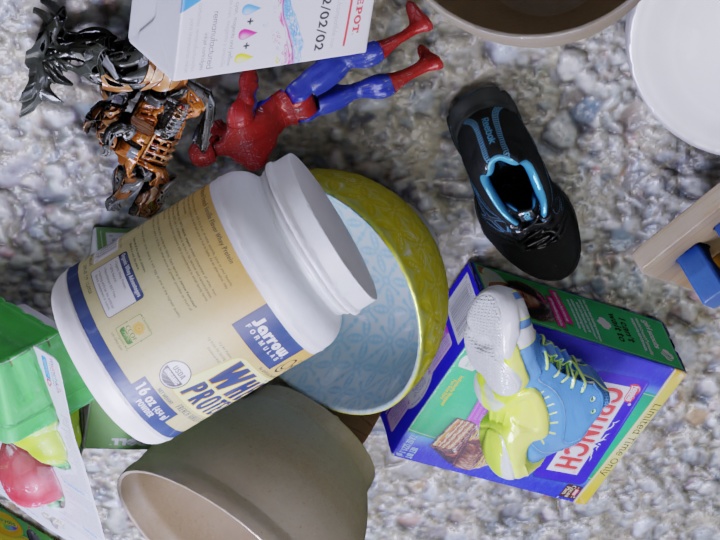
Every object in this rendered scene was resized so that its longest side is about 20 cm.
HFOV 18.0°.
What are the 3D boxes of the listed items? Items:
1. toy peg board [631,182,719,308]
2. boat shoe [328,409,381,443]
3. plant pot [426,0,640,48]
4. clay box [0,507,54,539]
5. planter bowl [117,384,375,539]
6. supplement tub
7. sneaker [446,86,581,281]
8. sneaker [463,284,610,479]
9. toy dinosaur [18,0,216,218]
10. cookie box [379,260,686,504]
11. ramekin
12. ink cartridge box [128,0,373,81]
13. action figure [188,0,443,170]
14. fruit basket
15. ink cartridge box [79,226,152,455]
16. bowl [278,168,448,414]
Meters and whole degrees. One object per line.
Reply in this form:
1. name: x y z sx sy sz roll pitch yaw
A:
1. toy peg board: 0.355 -0.019 1.793 0.200 0.098 0.199 -41 151 22
2. boat shoe: -0.056 0.144 1.914 0.200 0.065 0.071 -49 137 4
3. plant pot: 0.122 -0.238 1.556 0.200 0.201 0.134 -18 168 4
4. clay box: -0.319 0.271 1.985 0.115 0.048 0.200 -36 127 19
5. planter bowl: -0.073 0.177 1.791 0.135 0.200 0.200 -50 138 -26
6. supplement tub: -0.103 0.018 1.619 0.200 0.145 0.144 -31 131 8
7. sneaker: 0.123 -0.049 1.774 0.073 0.082 0.200 -26 133 9
8. sneaker: 0.143 0.077 1.809 0.105 0.076 0.200 -19 138 -15
9. toy dinosaur: -0.167 -0.142 1.613 0.135 0.200 0.102 7 172 -3
10. cookie box: 0.143 0.098 1.913 0.200 0.075 0.171 16 124 -25
11. ramekin: 0.289 -0.189 1.657 0.202 0.094 0.203 -1 121 -1
12. ink cartridge box: -0.052 -0.206 1.549 0.200 0.068 0.115 -13 127 -33
13. action figure: -0.049 -0.139 1.678 0.200 0.099 0.065 -31 131 -15
14. fruit basket: -0.257 0.122 1.772 0.094 0.185 0.200 -35 125 -26
15. ink cartridge box: -0.190 0.074 1.799 0.059 0.104 0.200 3 130 -13
16. bowl: 0.000 0.000 1.757 0.108 0.200 0.200 -34 148 -41
